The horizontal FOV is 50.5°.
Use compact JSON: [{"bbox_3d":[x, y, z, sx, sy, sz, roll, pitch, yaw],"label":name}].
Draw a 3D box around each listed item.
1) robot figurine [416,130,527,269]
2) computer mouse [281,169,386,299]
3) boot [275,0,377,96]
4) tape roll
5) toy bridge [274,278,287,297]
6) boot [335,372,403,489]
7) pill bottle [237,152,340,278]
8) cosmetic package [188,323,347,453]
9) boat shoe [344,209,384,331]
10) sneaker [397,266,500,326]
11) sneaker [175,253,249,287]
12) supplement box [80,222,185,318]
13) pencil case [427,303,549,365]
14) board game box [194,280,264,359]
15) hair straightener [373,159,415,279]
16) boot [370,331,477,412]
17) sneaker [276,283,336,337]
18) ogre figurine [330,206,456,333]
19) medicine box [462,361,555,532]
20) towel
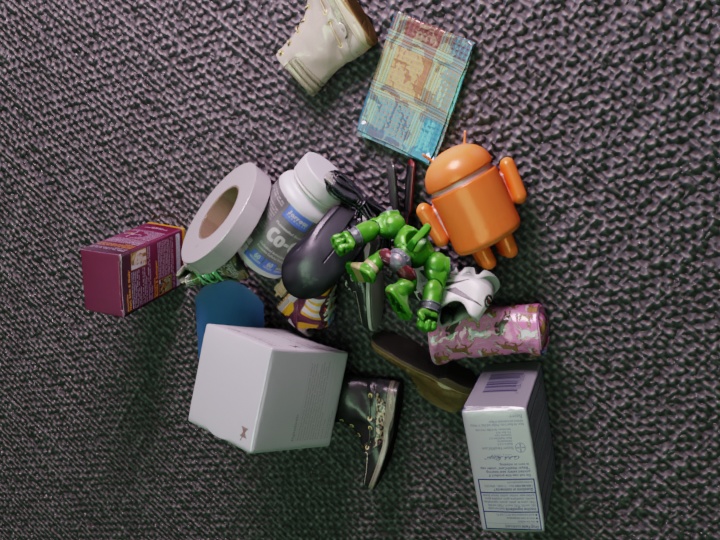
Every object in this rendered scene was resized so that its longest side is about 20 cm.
[{"bbox_3d":[0.172,-0.106,1.168,0.142,0.116,0.204,-23,97,39],"label":"robot figurine"},{"bbox_3d":[-0.048,-0.042,1.186,0.138,0.053,0.202,38,88,-16],"label":"computer mouse"},{"bbox_3d":[-0.082,-0.400,1.207,0.153,0.072,0.202,-33,92,27],"label":"boot"},{"bbox_3d":[-0.227,-0.088,1.283,0.037,0.206,0.202,36,120,-29],"label":"tape roll"},{"bbox_3d":[-0.098,-0.008,1.293,0.027,0.067,0.200,45,132,1],"label":"toy bridge"},{"bbox_3d":[-0.009,0.276,1.364,0.147,0.073,0.206,15,106,15],"label":"boot"},{"bbox_3d":[-0.115,-0.093,1.280,0.114,0.114,0.200,46,115,3],"label":"pill bottle"},{"bbox_3d":[-0.152,0.195,1.284,0.164,0.198,0.171,14,92,38],"label":"cosmetic package"},{"bbox_3d":[0.000,0.000,1.284,0.059,0.074,0.206,-2,101,20],"label":"boat shoe"},{"bbox_3d":[0.121,0.043,1.209,0.197,0.090,0.074,0,144,49],"label":"sneaker"},{"bbox_3d":[-0.262,0.004,1.333,0.198,0.089,0.078,-1,128,56],"label":"sneaker"},{"bbox_3d":[-0.400,-0.006,1.363,0.083,0.200,0.114,8,109,18],"label":"supplement box"},{"bbox_3d":[0.204,0.104,1.232,0.195,0.082,0.089,-6,85,22],"label":"pencil case"},{"bbox_3d":[-0.233,0.113,1.425,0.154,0.039,0.206,6,104,26],"label":"board game box"},{"bbox_3d":[0.047,-0.080,1.255,0.075,0.041,0.205,-2,113,-12],"label":"hair straightener"},{"bbox_3d":[0.098,0.176,1.302,0.197,0.074,0.077,29,123,9],"label":"boot"},{"bbox_3d":[-0.064,0.045,1.306,0.090,0.075,0.199,47,141,-3],"label":"sneaker"},{"bbox_3d":[0.062,-0.011,1.154,0.198,0.120,0.099,34,156,25],"label":"ogre figurine"},{"bbox_3d":[0.241,0.274,1.209,0.100,0.182,0.206,-6,103,22],"label":"medicine box"},{"bbox_3d":[0.084,-0.284,1.202,0.144,0.022,0.204,24,112,12],"label":"towel"}]
